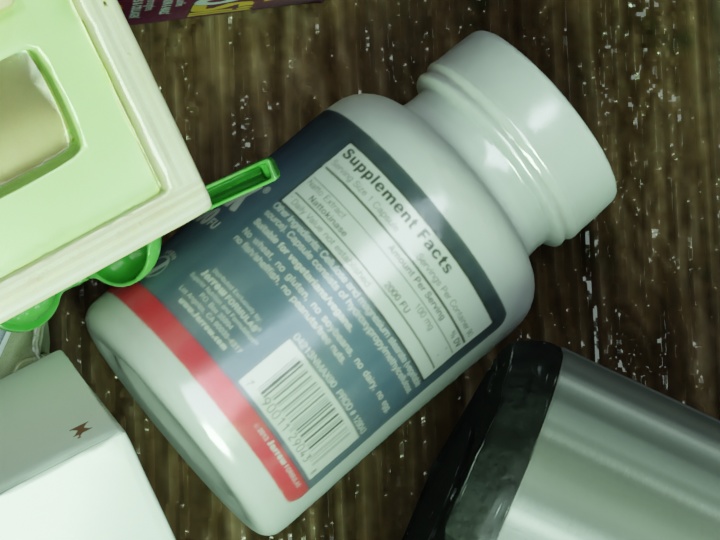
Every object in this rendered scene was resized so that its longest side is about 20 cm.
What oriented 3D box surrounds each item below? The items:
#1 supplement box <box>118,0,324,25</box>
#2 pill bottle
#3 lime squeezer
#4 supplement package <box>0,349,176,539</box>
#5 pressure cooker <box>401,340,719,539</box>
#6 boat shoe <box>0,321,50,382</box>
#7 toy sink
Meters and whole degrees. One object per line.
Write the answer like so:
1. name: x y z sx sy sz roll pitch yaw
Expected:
1. supplement box: -0.110 -0.154 1.200 0.199 0.131 0.104 -8 86 -7
2. pill bottle: 0.000 0.000 1.204 0.200 0.120 0.120 -40 90 -10
3. lime squeezer: -0.116 0.003 1.143 0.199 0.071 0.038 -23 108 8
4. supplement package: -0.113 0.153 1.147 0.117 0.117 0.201 -26 110 -8
5. pressure cooker: 0.109 0.140 1.129 0.199 0.176 0.179 25 85 0
6. boat shoe: -0.154 0.055 1.213 0.062 0.072 0.201 21 91 -20
7. toy sink: -0.160 -0.086 1.060 0.130 0.112 0.201 -28 108 -13
